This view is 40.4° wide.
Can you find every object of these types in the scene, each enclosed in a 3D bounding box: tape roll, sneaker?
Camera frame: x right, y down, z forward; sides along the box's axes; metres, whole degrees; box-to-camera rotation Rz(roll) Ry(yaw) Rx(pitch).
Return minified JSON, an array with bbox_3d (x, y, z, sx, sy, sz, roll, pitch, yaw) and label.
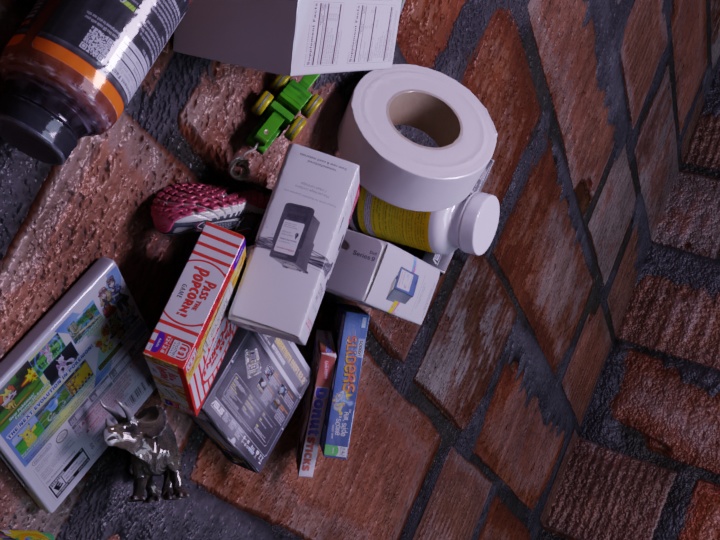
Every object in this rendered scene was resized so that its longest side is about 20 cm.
[{"bbox_3d":[0.075,-0.176,1.288,0.202,0.202,0.071,-49,171,-39],"label":"tape roll"},{"bbox_3d":[-0.152,-0.053,1.074,0.200,0.081,0.075,-10,116,-61],"label":"sneaker"}]

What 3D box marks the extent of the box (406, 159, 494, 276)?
[{"bbox_3d":[0.123,-0.068,1.520,0.200,0.048,0.193,-64,-177,-16],"label":"box"}]

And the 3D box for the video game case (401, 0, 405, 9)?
[{"bbox_3d":[0.020,-0.408,1.260,0.200,0.022,0.182,32,76,-63],"label":"video game case"}]

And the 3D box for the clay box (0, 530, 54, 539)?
[{"bbox_3d":[-0.360,0.306,0.921,0.200,0.048,0.115,31,78,-62],"label":"clay box"}]

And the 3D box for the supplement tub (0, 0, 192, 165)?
[{"bbox_3d":[-0.230,-0.189,0.823,0.200,0.107,0.107,-62,151,-19],"label":"supplement tub"}]

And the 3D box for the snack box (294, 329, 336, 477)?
[{"bbox_3d":[-0.064,0.188,1.379,0.072,0.024,0.200,-106,-155,-66],"label":"snack box"}]

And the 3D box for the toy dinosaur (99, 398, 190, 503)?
[{"bbox_3d":[-0.220,0.196,1.050,0.200,0.077,0.102,97,-12,-76],"label":"toy dinosaur"}]

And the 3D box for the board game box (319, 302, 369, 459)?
[{"bbox_3d":[-0.027,0.151,1.380,0.135,0.034,0.200,-149,-112,-82],"label":"board game box"}]

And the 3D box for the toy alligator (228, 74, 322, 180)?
[{"bbox_3d":[-0.102,-0.169,1.136,0.200,0.059,0.054,-57,-170,-28],"label":"toy alligator"}]

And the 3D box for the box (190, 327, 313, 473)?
[{"bbox_3d":[-0.142,0.144,1.240,0.158,0.048,0.200,-62,151,-24],"label":"box"}]

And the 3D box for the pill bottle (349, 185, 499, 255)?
[{"bbox_3d":[0.086,-0.086,1.371,0.112,0.200,0.112,-39,138,-47],"label":"pill bottle"}]

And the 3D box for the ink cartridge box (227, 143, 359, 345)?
[{"bbox_3d":[-0.070,-0.022,1.094,0.145,0.083,0.200,92,16,-83],"label":"ink cartridge box"}]

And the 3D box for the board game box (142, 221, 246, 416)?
[{"bbox_3d":[-0.171,0.058,1.046,0.200,0.046,0.152,104,8,-68],"label":"board game box"}]

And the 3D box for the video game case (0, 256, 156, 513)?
[{"bbox_3d":[-0.286,0.116,0.983,0.200,0.022,0.182,-53,147,-32],"label":"video game case"}]

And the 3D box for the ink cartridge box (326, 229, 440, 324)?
[{"bbox_3d":[0.000,0.000,1.318,0.200,0.145,0.088,29,81,-64],"label":"ink cartridge box"}]

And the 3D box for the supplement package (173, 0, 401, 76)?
[{"bbox_3d":[-0.068,-0.291,1.014,0.200,0.152,0.151,-22,125,-57],"label":"supplement package"}]
